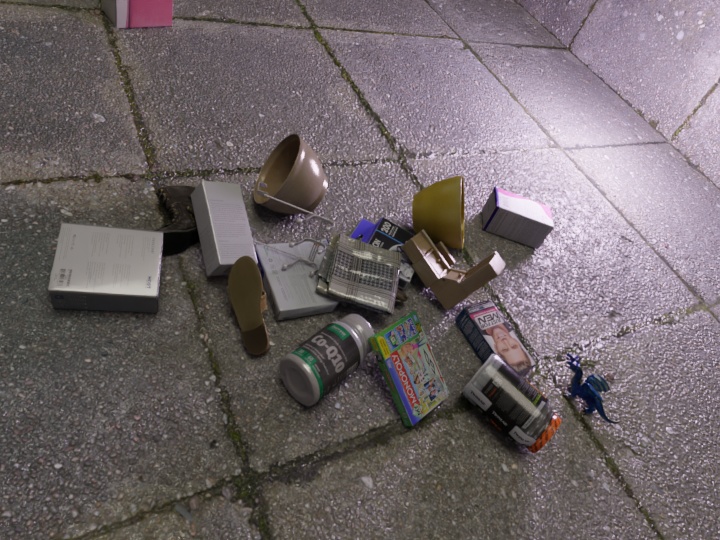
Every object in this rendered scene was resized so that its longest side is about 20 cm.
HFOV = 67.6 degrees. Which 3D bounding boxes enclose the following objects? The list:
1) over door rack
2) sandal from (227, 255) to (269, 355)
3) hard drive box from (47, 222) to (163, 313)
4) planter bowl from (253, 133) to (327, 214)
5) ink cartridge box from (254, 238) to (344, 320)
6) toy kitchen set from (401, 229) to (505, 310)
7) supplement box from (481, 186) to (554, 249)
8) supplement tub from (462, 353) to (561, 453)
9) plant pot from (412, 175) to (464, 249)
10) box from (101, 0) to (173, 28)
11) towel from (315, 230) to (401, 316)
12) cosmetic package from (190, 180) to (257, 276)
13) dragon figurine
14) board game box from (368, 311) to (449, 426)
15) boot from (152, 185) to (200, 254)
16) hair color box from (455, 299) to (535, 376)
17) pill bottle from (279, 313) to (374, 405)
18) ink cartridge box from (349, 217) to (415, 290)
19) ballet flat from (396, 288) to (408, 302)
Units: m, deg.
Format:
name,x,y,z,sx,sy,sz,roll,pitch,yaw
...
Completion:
name,x,y,z,sx,sy,sz,roll,pitch,yaw
over door rack,-0.171,-0.085,1.230,0.196,0.150,0.067,27,38,2
sandal,-0.237,0.082,1.174,0.075,0.070,0.217,-14,74,-2
hard drive box,-0.510,-0.004,1.096,0.194,0.077,0.160,5,59,-19
planter bowl,-0.170,-0.230,1.406,0.133,0.199,0.204,31,38,-33
ink cartridge box,-0.136,0.016,1.286,0.195,0.041,0.202,-6,53,-29
toy kitchen set,0.249,-0.049,1.390,0.202,0.180,0.163,53,35,1
supplement box,0.488,-0.163,1.679,0.195,0.105,0.103,18,44,-6
supplement tub,0.334,0.294,1.187,0.199,0.124,0.122,42,47,17
plant pot,0.220,-0.162,1.520,0.138,0.203,0.203,0,43,14
box,-0.739,-0.890,1.782,0.197,0.110,0.128,-23,62,-36
towel,0.000,0.000,1.292,0.195,0.035,0.196,17,52,-5
cosmetic package,-0.313,-0.095,1.230,0.100,0.071,0.205,-1,70,-43
dragon figurine,0.562,0.293,1.304,0.200,0.100,0.058,44,48,17
board game box,0.108,0.210,1.164,0.133,0.029,0.204,-26,93,-39
boot,-0.440,-0.130,1.271,0.197,0.070,0.175,-15,57,-46
hair color box,0.333,0.177,1.336,0.098,0.061,0.202,-12,57,-31
pill bottle,-0.064,0.179,1.121,0.113,0.114,0.199,42,47,17
ink cartridge box,0.064,-0.060,1.431,0.196,0.044,0.199,27,40,2
ballet flat,0.027,0.032,1.343,0.197,0.067,0.047,29,88,-1
